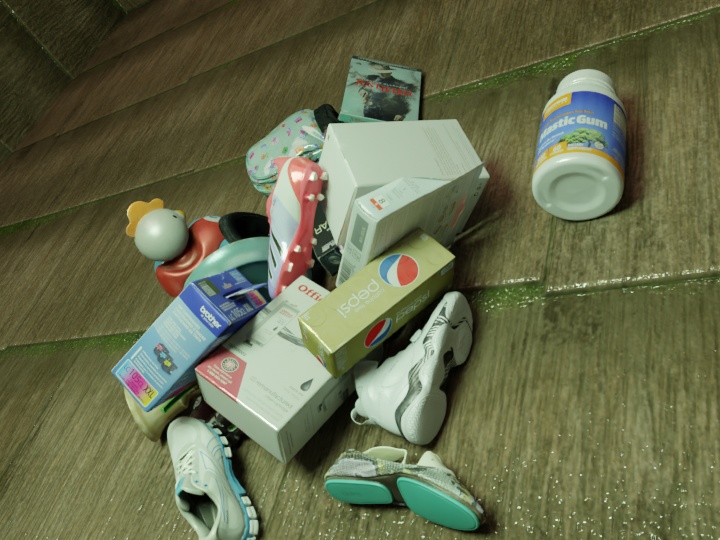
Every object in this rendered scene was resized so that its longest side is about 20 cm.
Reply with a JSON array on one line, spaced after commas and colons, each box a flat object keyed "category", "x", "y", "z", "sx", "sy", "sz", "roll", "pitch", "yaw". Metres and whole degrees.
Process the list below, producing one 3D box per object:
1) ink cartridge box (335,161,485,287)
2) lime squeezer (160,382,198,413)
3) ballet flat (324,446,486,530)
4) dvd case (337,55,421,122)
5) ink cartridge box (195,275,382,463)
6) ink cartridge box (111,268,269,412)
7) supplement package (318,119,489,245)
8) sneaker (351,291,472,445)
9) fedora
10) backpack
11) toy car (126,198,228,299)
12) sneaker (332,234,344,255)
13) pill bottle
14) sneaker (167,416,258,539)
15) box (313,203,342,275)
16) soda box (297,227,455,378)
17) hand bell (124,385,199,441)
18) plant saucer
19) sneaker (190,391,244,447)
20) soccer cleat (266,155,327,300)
[{"category": "ink cartridge box", "x": 0.063, "y": -0.061, "z": 0.897, "sx": 0.200, "sy": 0.163, "sz": 0.050, "roll": -33, "pitch": 63, "yaw": -33}, {"category": "lime squeezer", "x": -0.202, "y": 0.145, "z": 1.006, "sx": 0.199, "sy": 0.038, "sz": 0.071, "roll": -27, "pitch": 40, "yaw": -14}, {"category": "ballet flat", "x": 0.050, "y": 0.224, "z": 0.745, "sx": 0.199, "sy": 0.072, "sz": 0.072, "roll": -2, "pitch": 50, "yaw": 37}, {"category": "dvd case", "x": 0.041, "y": -0.333, "z": 1.294, "sx": 0.145, "sy": 0.022, "sz": 0.201, "roll": 11, "pitch": 46, "yaw": -2}, {"category": "ink cartridge box", "x": -0.085, "y": 0.118, "z": 0.877, "sx": 0.146, "sy": 0.083, "sz": 0.200, "roll": 29, "pitch": 54, "yaw": 26}, {"category": "ink cartridge box", "x": -0.206, "y": 0.075, "z": 0.887, "sx": 0.200, "sy": 0.076, "sz": 0.136, "roll": -47, "pitch": -4, "yaw": 15}, {"category": "supplement package", "x": 0.052, "y": -0.124, "z": 0.956, "sx": 0.199, "sy": 0.120, "sz": 0.122, "roll": -6, "pitch": 54, "yaw": -22}, {"category": "sneaker", "x": 0.060, "y": 0.110, "z": 0.843, "sx": 0.114, "sy": 0.075, "sz": 0.201, "roll": 1, "pitch": 55, "yaw": 37}, {"category": "fedora", "x": -0.158, "y": -0.014, "z": 1.119, "sx": 0.092, "sy": 0.200, "sz": 0.201, "roll": -63, "pitch": 32, "yaw": 19}, {"category": "backpack", "x": -0.110, "y": -0.209, "z": 1.278, "sx": 0.200, "sy": 0.127, "sz": 0.167, "roll": -34, "pitch": 40, "yaw": 12}, {"category": "toy car", "x": -0.331, "y": -0.062, "z": 1.249, "sx": 0.177, "sy": 0.200, "sz": 0.184, "roll": -49, "pitch": 38, "yaw": -13}, {"category": "sneaker", "x": -0.001, "y": 0.000, "z": 0.979, "sx": 0.072, "sy": 0.114, "sz": 0.201, "roll": -27, "pitch": 40, "yaw": 13}, {"category": "pill bottle", "x": 0.293, "y": -0.174, "z": 0.912, "sx": 0.112, "sy": 0.112, "sz": 0.201, "roll": -10, "pitch": 46, "yaw": 33}, {"category": "sneaker", "x": -0.201, "y": 0.257, "z": 0.853, "sx": 0.075, "sy": 0.087, "sz": 0.200, "roll": -46, "pitch": 55, "yaw": 7}, {"category": "box", "x": 0.005, "y": -0.101, "z": 1.136, "sx": 0.199, "sy": 0.044, "sz": 0.160, "roll": -33, "pitch": 37, "yaw": 8}, {"category": "soda box", "x": 0.022, "y": 0.037, "z": 0.836, "sx": 0.200, "sy": 0.064, "sz": 0.068, "roll": -36, "pitch": 60, "yaw": -21}, {"category": "hand bell", "x": -0.247, "y": 0.169, "z": 1.056, "sx": 0.199, "sy": 0.104, "sz": 0.104, "roll": -27, "pitch": 36, "yaw": -6}, {"category": "plant saucer", "x": -0.160, "y": 0.039, "z": 1.005, "sx": 0.200, "sy": 0.200, "sz": 0.027, "roll": -37, "pitch": 47, "yaw": 3}, {"category": "sneaker", "x": -0.176, "y": 0.176, "z": 0.979, "sx": 0.200, "sy": 0.076, "sz": 0.116, "roll": -37, "pitch": 33, "yaw": 2}, {"category": "soccer cleat", "x": -0.101, "y": -0.057, "z": 0.941, "sx": 0.076, "sy": 0.067, "sz": 0.201, "roll": 20, "pitch": 104, "yaw": 26}]
